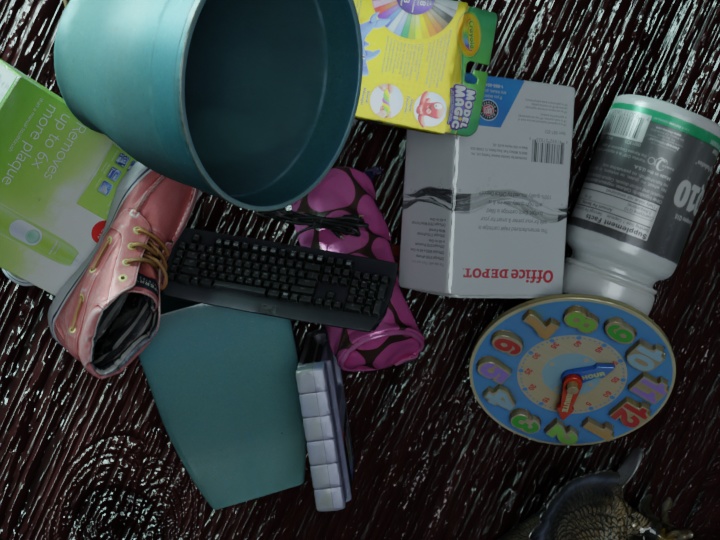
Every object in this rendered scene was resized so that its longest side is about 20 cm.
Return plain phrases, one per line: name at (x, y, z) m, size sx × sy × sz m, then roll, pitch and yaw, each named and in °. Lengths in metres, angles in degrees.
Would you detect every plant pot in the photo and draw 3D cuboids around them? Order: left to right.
plant pot at (-0.131, -0.162, 1.004) m, size 0.199 × 0.187 × 0.202 m, roll -21°, pitch 118°, yaw -47°
plant pot at (-0.122, 0.106, 1.193) m, size 0.140 × 0.141 × 0.201 m, roll -16°, pitch 104°, yaw -6°

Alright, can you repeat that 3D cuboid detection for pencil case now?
pencil case at (0.000, 0.000, 1.176) m, size 0.090 × 0.201 × 0.094 m, roll -30°, pitch 145°, yaw 22°

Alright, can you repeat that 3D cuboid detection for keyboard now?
keyboard at (-0.065, -0.013, 1.115) m, size 0.198 × 0.021 × 0.128 m, roll 10°, pitch 51°, yaw 9°

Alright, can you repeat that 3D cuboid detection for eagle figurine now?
eagle figurine at (0.215, 0.258, 1.248) m, size 0.198 × 0.151 × 0.153 m, roll 5°, pitch 106°, yaw -16°

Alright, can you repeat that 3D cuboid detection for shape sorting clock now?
shape sorting clock at (0.204, 0.102, 1.241) m, size 0.198 × 0.039 × 0.201 m, roll 1°, pitch 132°, yaw 2°

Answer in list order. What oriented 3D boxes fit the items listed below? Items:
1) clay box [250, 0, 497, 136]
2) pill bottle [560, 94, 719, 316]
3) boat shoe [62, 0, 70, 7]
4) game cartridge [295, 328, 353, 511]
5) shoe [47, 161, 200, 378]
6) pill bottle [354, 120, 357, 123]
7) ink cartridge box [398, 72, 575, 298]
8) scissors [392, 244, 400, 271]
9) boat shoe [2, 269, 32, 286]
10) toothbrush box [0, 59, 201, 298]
clay box at (0.011, -0.187, 1.111) m, size 0.198 × 0.048 × 0.116 m, roll 10°, pitch 94°, yaw -8°
pill bottle at (0.267, -0.059, 1.245) m, size 0.112 × 0.113 × 0.201 m, roll 20°, pitch 93°, yaw -10°
boat shoe at (-0.236, -0.274, 1.134) m, size 0.072 × 0.072 × 0.202 m, roll -15°, pitch 99°, yaw -5°
game cartridge at (-0.030, 0.133, 1.175) m, size 0.038 × 0.200 × 0.131 m, roll -12°, pitch 97°, yaw 2°
shoe at (-0.182, -0.007, 1.071) m, size 0.071 × 0.091 × 0.201 m, roll 33°, pitch 90°, yaw -39°
pill bottle at (-0.034, -0.187, 1.187) m, size 0.200 × 0.114 × 0.114 m, roll -44°, pitch 100°, yaw -2°
ink cartridge box at (0.119, -0.077, 1.208) m, size 0.144 × 0.083 × 0.202 m, roll 1°, pitch 93°, yaw -36°
scissors at (0.050, -0.020, 1.266) m, size 0.199 × 0.014 × 0.074 m, roll -16°, pitch 98°, yaw -6°
boat shoe at (-0.274, -0.076, 1.188) m, size 0.072 × 0.062 × 0.201 m, roll 30°, pitch 90°, yaw -10°
toothbrush box at (-0.263, -0.066, 1.105) m, size 0.200 × 0.086 × 0.146 m, roll 34°, pitch 90°, yaw -39°
